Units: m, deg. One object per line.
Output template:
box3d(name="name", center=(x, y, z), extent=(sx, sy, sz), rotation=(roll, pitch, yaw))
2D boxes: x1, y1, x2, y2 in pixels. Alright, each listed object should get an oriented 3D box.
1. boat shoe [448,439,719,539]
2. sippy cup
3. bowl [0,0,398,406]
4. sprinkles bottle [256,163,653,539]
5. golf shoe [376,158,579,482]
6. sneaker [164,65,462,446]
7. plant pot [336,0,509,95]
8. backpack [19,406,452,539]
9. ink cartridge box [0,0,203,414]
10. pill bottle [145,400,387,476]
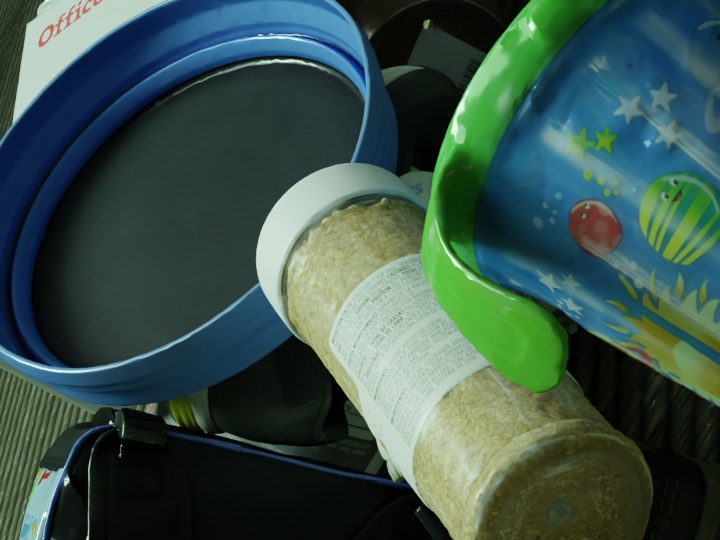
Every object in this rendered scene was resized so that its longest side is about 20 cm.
box3d(name="boat shoe", center=(0.073, 0.085, 1.044), extent=(0.075, 0.073, 0.200), rotation=(-69, 16, -13))
box3d(name="sippy cup", center=(0.114, -0.022, 0.928), extent=(0.178, 0.130, 0.140), rotation=(-49, -28, -3))
box3d(name="bowl", center=(-0.073, -0.031, 1.169), extent=(0.200, 0.039, 0.201), rotation=(-20, 45, 22))
box3d(name="sprinkles bottle", center=(0.028, 0.034, 0.981), extent=(0.069, 0.068, 0.200), rotation=(-61, 33, 15))
box3d(name="golf shoe", center=(0.033, 0.012, 1.119), extent=(0.078, 0.097, 0.200), rotation=(-33, 8, 23))
box3d(name="sneaker", center=(0.000, 0.000, 1.198), extent=(0.200, 0.084, 0.075), rotation=(-56, -29, -25))
box3d(name="plant pot", center=(-0.001, -0.115, 1.443), extent=(0.188, 0.186, 0.200), rotation=(-64, 30, 6))
box3d(name="backpack", center=(-0.065, 0.174, 1.177), extent=(0.147, 0.182, 0.201), rotation=(152, 131, -76))
box3d(name="ink cartridge box", center=(-0.094, -0.054, 1.319), extent=(0.145, 0.083, 0.201), rotation=(-29, 44, 39))
box3d(name="pill bottle", center=(-0.023, 0.044, 1.343), extent=(0.201, 0.115, 0.116), rotation=(-59, 17, 20))
